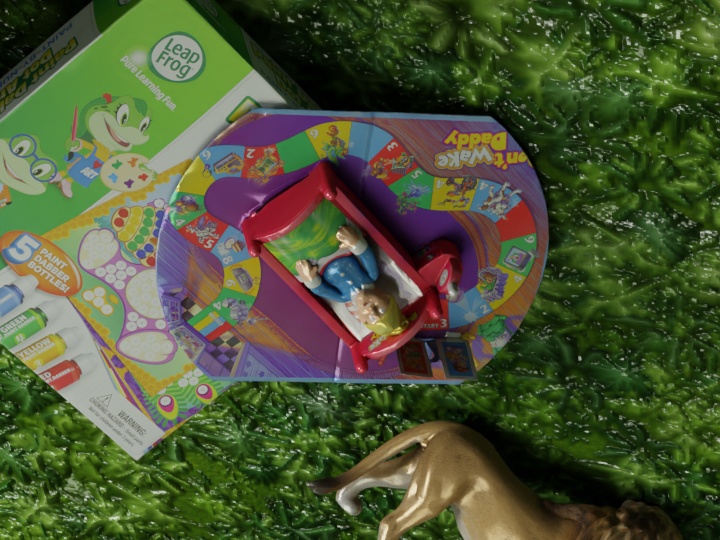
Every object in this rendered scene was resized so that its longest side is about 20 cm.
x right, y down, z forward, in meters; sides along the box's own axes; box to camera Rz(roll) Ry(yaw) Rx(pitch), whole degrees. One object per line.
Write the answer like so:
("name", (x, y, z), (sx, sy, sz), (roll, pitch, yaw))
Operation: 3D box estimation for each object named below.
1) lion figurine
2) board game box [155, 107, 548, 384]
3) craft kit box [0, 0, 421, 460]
("lion figurine", (0.079, 0.141, 1.482), (0.200, 0.073, 0.123), (38, 106, -13))
("board game box", (0.000, 0.000, 1.292), (0.198, 0.039, 0.159), (1, 122, -12))
("craft kit box", (-0.106, -0.028, 1.305), (0.197, 0.049, 0.200), (-40, 120, 12))
